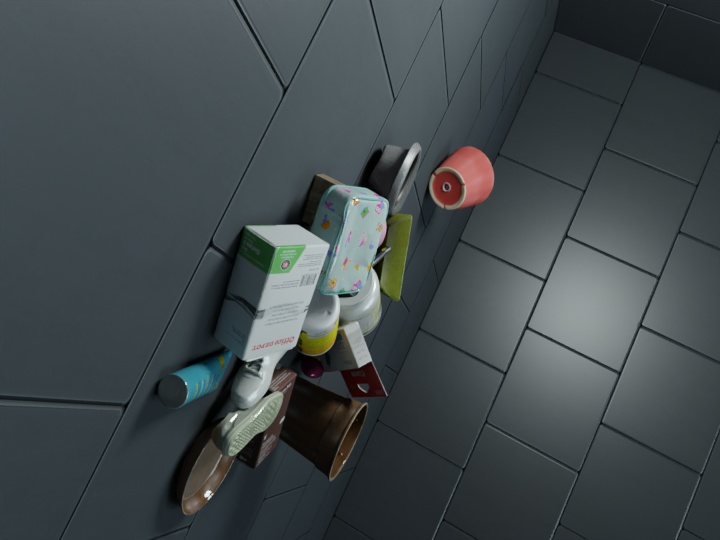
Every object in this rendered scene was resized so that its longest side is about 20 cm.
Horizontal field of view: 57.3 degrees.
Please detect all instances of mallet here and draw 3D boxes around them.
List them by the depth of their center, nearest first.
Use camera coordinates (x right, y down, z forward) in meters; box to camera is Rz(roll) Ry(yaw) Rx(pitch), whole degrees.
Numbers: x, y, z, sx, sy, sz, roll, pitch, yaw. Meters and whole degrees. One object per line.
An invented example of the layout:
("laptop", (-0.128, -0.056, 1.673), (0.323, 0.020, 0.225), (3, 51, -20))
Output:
("mallet", (0.000, 0.000, 1.425), (0.200, 0.064, 0.042), (-45, 120, -50))

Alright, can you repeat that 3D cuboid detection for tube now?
("tube", (-0.261, 0.177, 1.075), (0.079, 0.050, 0.200), (-60, 172, 7))

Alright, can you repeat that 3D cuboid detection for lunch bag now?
("lunch bag", (-0.028, -0.055, 1.243), (0.158, 0.076, 0.206), (-7, 121, -54))

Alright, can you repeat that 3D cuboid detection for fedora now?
("fedora", (0.074, -0.226, 1.547), (0.181, 0.088, 0.200), (-65, 173, 2))

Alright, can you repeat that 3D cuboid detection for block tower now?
("block tower", (-0.085, -0.079, 1.276), (0.054, 0.057, 0.205), (-26, 139, -67))

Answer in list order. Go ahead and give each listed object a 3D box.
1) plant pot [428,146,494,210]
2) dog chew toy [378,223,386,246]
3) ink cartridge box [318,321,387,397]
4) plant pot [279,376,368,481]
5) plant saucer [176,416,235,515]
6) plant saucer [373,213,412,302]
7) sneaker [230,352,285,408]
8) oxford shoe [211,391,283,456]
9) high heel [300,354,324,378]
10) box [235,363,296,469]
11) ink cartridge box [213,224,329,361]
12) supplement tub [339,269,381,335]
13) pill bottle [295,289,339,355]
("plant pot", (0.328, -0.297, 2.214), (0.176, 0.198, 0.205), (-30, 144, -49))
("dog chew toy", (-0.036, -0.058, 1.371), (0.201, 0.124, 0.125), (-48, 162, -14))
("ink cartridge box", (-0.030, 0.217, 1.515), (0.044, 0.181, 0.199), (-22, 179, -27))
("plant pot", (-0.110, 0.376, 1.624), (0.203, 0.194, 0.202), (-58, 164, -27))
("plant saucer", (-0.293, 0.367, 1.269), (0.203, 0.034, 0.202), (-60, 165, -27))
("plant saucer", (0.061, -0.041, 1.611), (0.200, 0.046, 0.207), (-153, -108, -75))
("sneaker", (-0.190, 0.150, 1.245), (0.118, 0.072, 0.202), (93, 18, -46))
("oxford shoe", (-0.210, 0.278, 1.246), (0.199, 0.056, 0.077), (-31, 137, -58))
("high heel", (-0.094, 0.187, 1.639), (0.098, 0.066, 0.201), (-61, -176, 23))
("box", (-0.208, 0.308, 1.411), (0.100, 0.073, 0.205), (-35, 145, -61))
("ink cartridge box", (-0.150, 0.034, 1.108), (0.144, 0.083, 0.205), (-6, 121, -57))
("supplement tub", (-0.023, 0.060, 1.542), (0.147, 0.142, 0.201), (-60, 164, -19))
("pill bottle", (-0.100, 0.110, 1.393), (0.111, 0.107, 0.201), (-58, 170, -25))
